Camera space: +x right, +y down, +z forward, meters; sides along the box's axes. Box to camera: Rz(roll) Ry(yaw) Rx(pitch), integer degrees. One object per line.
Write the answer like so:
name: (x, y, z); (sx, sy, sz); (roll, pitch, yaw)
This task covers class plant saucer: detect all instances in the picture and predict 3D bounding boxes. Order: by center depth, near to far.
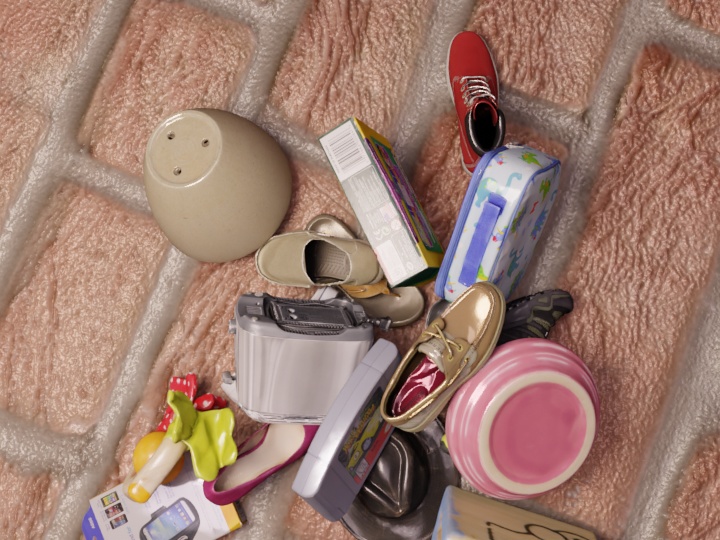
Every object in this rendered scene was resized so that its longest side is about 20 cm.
plant saucer: (0.200, 0.184, 0.964); (0.196, 0.051, 0.205); (-3, 103, -12)

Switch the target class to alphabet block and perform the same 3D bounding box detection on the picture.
alphabet block: (0.167, 0.395, 0.944); (0.196, 0.195, 0.200); (16, 95, 6)

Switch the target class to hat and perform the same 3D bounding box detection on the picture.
hat: (0.037, 0.257, 1.035); (0.196, 0.081, 0.205); (0, 83, 2)

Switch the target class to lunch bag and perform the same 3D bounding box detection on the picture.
lunch bag: (0.168, -0.052, 0.998); (0.081, 0.160, 0.203); (26, 117, 21)

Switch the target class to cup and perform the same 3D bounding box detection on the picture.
cup: (-0.202, -0.128, 1.050); (0.196, 0.143, 0.205); (-3, 74, 11)

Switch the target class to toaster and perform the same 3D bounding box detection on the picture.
toaster: (-0.066, 0.106, 0.982); (0.196, 0.114, 0.132); (4, 110, -16)

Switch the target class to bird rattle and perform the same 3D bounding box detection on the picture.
bird rattle: (-0.238, 0.204, 1.001); (0.113, 0.199, 0.164); (45, 75, -19)

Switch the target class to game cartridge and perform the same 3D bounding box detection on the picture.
game cartridge: (-0.004, 0.187, 0.954); (0.040, 0.134, 0.202); (21, 69, 29)

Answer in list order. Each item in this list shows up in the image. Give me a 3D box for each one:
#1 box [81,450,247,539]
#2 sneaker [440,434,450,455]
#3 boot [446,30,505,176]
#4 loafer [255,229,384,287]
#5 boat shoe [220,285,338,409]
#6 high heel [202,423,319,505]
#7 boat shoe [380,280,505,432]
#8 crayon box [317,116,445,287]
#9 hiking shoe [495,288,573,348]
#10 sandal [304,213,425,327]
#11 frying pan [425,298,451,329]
box: (-0.261, 0.320, 1.066); (0.197, 0.041, 0.121); (-26, 82, 2)
sneaker: (0.191, 0.185, 1.043); (0.196, 0.078, 0.092); (-14, 82, -10)
boot: (0.154, -0.236, 1.062); (0.071, 0.144, 0.205); (-7, 81, 4)
loafer: (-0.063, -0.016, 1.052); (0.197, 0.068, 0.077); (0, 89, 31)
boat shoe: (-0.107, 0.093, 1.069); (0.065, 0.074, 0.201); (38, 85, 3)
high heel: (-0.113, 0.221, 1.025); (0.198, 0.096, 0.068); (-31, 83, -18)
boat shoe: (0.093, 0.099, 0.925); (0.074, 0.066, 0.202); (35, 97, 31)
crayon box: (0.036, -0.080, 1.030); (0.058, 0.172, 0.203); (-28, 82, 13)
hiking shoe: (0.202, 0.093, 1.033); (0.197, 0.076, 0.102); (-23, 89, -28)
sandal: (0.000, 0.000, 1.084); (0.200, 0.054, 0.080); (44, 87, 8)
frying pan: (0.106, 0.095, 1.030); (0.188, 0.031, 0.117); (-18, 79, -38)
